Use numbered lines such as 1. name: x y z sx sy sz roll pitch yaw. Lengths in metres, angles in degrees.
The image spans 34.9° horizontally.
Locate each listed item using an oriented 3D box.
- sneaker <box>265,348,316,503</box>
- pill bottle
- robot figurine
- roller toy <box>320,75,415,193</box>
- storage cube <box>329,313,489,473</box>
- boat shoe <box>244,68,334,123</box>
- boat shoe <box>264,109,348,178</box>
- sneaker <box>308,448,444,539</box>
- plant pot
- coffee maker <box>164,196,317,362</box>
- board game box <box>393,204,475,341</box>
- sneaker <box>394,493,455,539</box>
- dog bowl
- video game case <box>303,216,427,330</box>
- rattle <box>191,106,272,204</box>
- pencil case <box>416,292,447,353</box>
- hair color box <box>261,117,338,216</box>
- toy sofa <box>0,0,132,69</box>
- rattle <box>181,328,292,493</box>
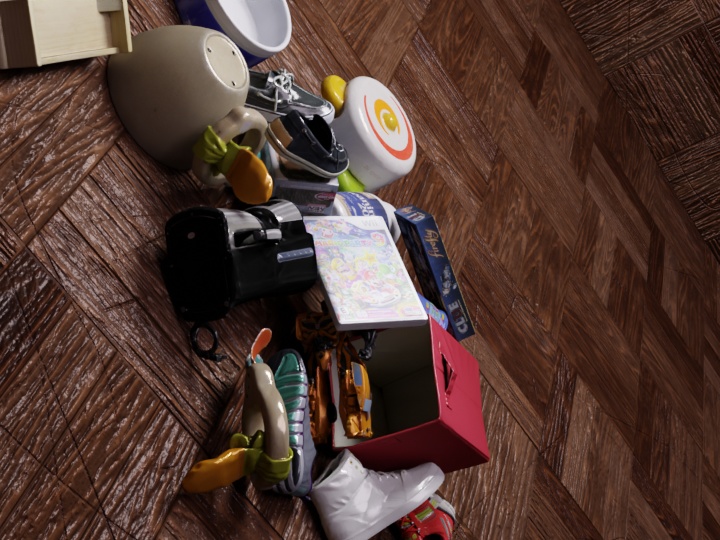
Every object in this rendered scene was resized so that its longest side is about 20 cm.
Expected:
1. sneaker: -0.096 0.211 1.557 0.088 0.074 0.202 51 34 -57
2. pill bottle: -0.018 -0.069 1.819 0.199 0.110 0.112 -6 73 -59
3. robot figurine: -0.042 0.138 1.607 0.058 0.143 0.203 17 64 -62
4. roller toy: 0.002 -0.228 1.938 0.182 0.139 0.202 -11 77 -59
5. storage cube: 0.073 0.196 1.682 0.180 0.198 0.173 43 35 -49
6. boat shoe: -0.131 -0.271 1.729 0.197 0.069 0.074 14 38 -6
7. boat shoe: -0.061 -0.180 1.608 0.075 0.062 0.199 56 17 21
8. sneaker: 0.021 0.291 1.594 0.199 0.074 0.117 -28 92 -29
9. plant pot: -0.234 -0.262 1.599 0.200 0.134 0.202 37 40 -38
10. coffee maker: -0.161 0.003 1.551 0.199 0.134 0.194 -10 115 -58
11. board game box: 0.116 0.002 1.814 0.135 0.034 0.202 -139 -152 -74
12. sneaker: 0.076 0.363 1.697 0.199 0.076 0.086 36 50 -37
13. dog bowl: -0.202 -0.422 1.818 0.200 0.078 0.202 37 40 -40
14. video game case: 0.000 0.000 1.640 0.142 0.018 0.201 -2 49 -27
15. rattle: -0.145 -0.135 1.605 0.131 0.142 0.200 -58 164 -14
16. pencil case: 0.037 0.050 1.731 0.199 0.087 0.078 35 3 -19
17. hair color box: -0.100 -0.171 1.727 0.098 0.061 0.201 4 41 -17
18. toy sofa: -0.388 -0.307 1.458 0.200 0.096 0.084 -32 120 -60
19. rattle: -0.165 0.176 1.445 0.130 0.141 0.202 102 -23 -69
